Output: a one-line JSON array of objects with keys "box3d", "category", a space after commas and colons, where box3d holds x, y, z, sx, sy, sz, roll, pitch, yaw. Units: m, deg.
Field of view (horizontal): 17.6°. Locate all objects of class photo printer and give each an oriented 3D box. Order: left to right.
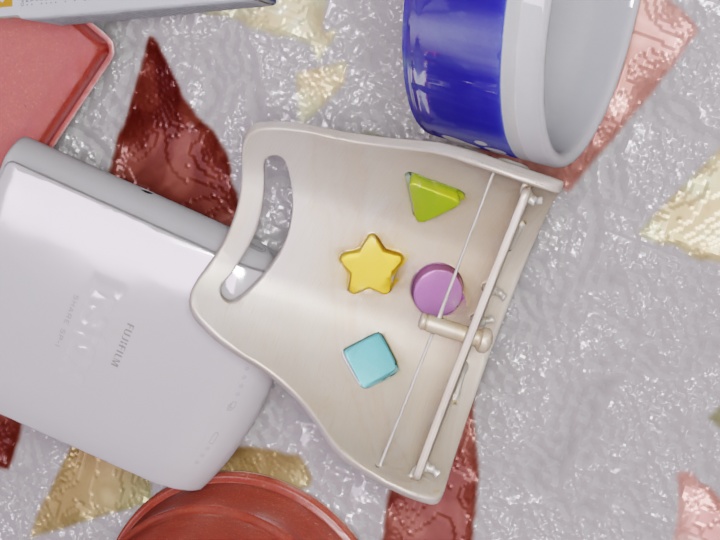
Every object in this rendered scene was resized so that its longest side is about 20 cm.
[{"box3d": [-0.146, 0.032, 1.412, 0.199, 0.069, 0.167, 24, 107, 1], "category": "photo printer"}]

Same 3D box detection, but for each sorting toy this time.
[{"box3d": [0.000, 0.000, 1.334, 0.179, 0.107, 0.201, 21, 105, 1], "category": "sorting toy"}]

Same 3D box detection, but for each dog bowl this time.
[{"box3d": [0.093, -0.161, 1.246, 0.078, 0.200, 0.202, 13, 103, 18], "category": "dog bowl"}]

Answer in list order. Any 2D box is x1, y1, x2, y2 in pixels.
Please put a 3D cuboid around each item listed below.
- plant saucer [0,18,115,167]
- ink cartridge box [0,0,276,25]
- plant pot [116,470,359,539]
[{"box3d": [-0.270, -0.125, 1.461, 0.200, 0.037, 0.200, 40, 109, 9], "category": "plant saucer"}, {"box3d": [-0.147, -0.248, 1.380, 0.198, 0.043, 0.198, -2, 87, 21], "category": "ink cartridge box"}, {"box3d": [-0.104, 0.239, 1.380, 0.199, 0.195, 0.203, 3, 99, 18], "category": "plant pot"}]
